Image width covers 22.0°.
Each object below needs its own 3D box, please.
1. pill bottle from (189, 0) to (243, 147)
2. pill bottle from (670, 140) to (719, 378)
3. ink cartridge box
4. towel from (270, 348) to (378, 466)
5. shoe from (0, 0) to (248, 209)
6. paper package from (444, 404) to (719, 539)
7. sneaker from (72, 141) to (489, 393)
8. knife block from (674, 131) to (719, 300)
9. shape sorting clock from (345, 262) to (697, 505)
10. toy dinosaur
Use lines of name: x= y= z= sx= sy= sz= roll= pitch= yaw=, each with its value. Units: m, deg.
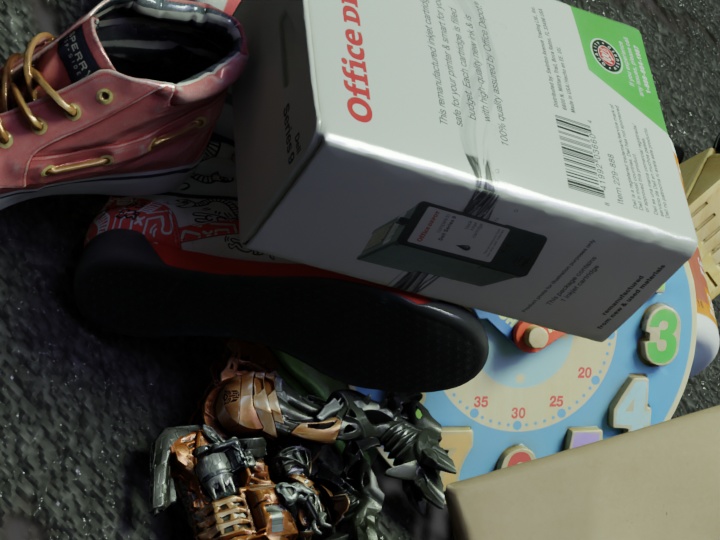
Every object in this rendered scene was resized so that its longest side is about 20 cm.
pill bottle: x=-0.019 y=-0.106 z=0.982 sx=0.199 sy=0.120 sz=0.120 roll=23 pitch=49 yaw=-26
pill bottle: x=0.156 y=-0.028 z=1.184 sx=0.112 sy=0.112 sz=0.201 roll=19 pitch=53 yaw=-43
ink cartridge box: x=0.043 y=-0.066 z=0.866 sx=0.199 sy=0.084 sz=0.147 roll=15 pitch=48 yaw=-25
towel: x=0.000 y=0.000 z=1.042 sx=0.149 sy=0.031 sz=0.200 roll=51 pitch=37 yaw=-13
shoe: x=-0.146 y=-0.075 z=0.816 sx=0.199 sy=0.091 sz=0.072 roll=-8 pitch=59 yaw=-35
paper package: x=0.157 y=0.173 z=0.886 sx=0.104 sy=0.199 sz=0.192 roll=75 pitch=-1 yaw=-67
sneaker: x=-0.032 y=-0.009 z=0.905 sx=0.200 sy=0.067 sz=0.108 roll=10 pitch=41 yaw=1
knife block: x=0.226 y=-0.031 z=1.332 sx=0.200 sy=0.176 sz=0.064 roll=-40 pitch=101 yaw=-9
shape sorting clock: x=0.087 y=0.034 z=0.983 sx=0.200 sy=0.200 sz=0.039 roll=52 pitch=-8 yaw=-13
toy dinosaur: x=-0.036 y=0.086 z=0.891 sx=0.135 sy=0.102 sz=0.201 roll=17 pitch=70 yaw=-21
